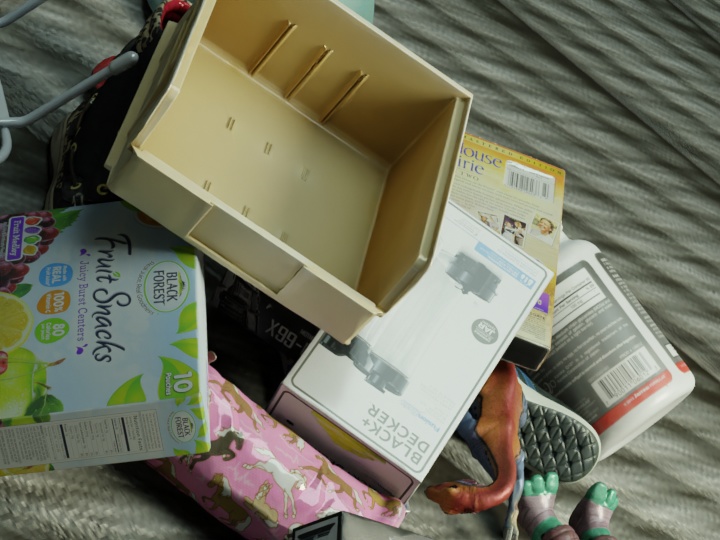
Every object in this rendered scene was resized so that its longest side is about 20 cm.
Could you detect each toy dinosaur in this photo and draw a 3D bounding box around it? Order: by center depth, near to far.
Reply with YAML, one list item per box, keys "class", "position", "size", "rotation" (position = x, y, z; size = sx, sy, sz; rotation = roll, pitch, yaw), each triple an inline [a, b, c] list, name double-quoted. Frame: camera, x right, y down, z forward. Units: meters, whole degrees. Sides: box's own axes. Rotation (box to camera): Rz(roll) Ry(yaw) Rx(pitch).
- class: "toy dinosaur"
  position: [0.082, 0.106, 1.502]
  size: [0.104, 0.202, 0.181]
  rotation: [13, 7, -12]

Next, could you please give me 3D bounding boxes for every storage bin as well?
- class: "storage bin"
  position: [-0.045, -0.085, 1.351]
  size: [0.199, 0.094, 0.199]
  rotation: [34, 38, -15]

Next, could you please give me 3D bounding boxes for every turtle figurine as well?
- class: "turtle figurine"
  position: [0.189, 0.236, 1.506]
  size: [0.150, 0.101, 0.200]
  rotation: [36, 15, -46]

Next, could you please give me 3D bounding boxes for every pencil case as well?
- class: "pencil case"
  position: [-0.066, 0.128, 1.343]
  size: [0.200, 0.083, 0.087]
  rotation: [40, 71, -7]

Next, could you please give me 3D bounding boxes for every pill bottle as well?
- class: "pill bottle"
  position: [0.176, 0.048, 1.729]
  size: [0.201, 0.116, 0.116]
  rotation: [54, 29, 12]

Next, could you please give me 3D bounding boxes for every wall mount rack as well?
- class: "wall mount rack"
  position: [-0.255, -0.158, 1.461]
  size: [0.172, 0.075, 0.201]
  rotation: [-2, 45, -19]

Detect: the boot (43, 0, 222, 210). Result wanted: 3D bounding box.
- class: "boot"
  position: [-0.153, -0.087, 1.455]
  size: [0.073, 0.151, 0.201]
  rotation: [27, 30, -27]

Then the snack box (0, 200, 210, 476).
- class: "snack box"
  position: [-0.166, 0.036, 1.286]
  size: [0.141, 0.053, 0.201]
  rotation: [-6, 39, -2]

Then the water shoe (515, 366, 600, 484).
- class: "water shoe"
  position: [0.097, 0.100, 1.639]
  size: [0.200, 0.072, 0.079]
  rotation: [38, 0, -7]

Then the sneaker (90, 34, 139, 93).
- class: "sneaker"
  position: [-0.111, -0.113, 1.612]
  size: [0.200, 0.098, 0.071]
  rotation: [41, 25, -5]

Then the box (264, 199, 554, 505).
- class: "box"
  position: [0.034, 0.052, 1.420]
  size: [0.116, 0.060, 0.200]
  rotation: [36, 58, 2]

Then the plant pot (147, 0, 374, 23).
- class: "plant pot"
  position: [-0.067, -0.252, 1.793]
  size: [0.199, 0.135, 0.201]
  rotation: [26, 23, -12]

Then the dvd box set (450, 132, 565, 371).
- class: "dvd box set"
  position: [0.078, -0.026, 1.561]
  size: [0.145, 0.029, 0.201]
  rotation: [19, 43, -9]

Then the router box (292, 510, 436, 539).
- class: "router box"
  position: [0.045, 0.250, 1.280]
  size: [0.199, 0.052, 0.158]
  rotation: [23, 57, -35]

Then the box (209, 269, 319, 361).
- class: "box"
  position: [0.000, 0.000, 1.554]
  size: [0.157, 0.050, 0.200]
  rotation: [34, 41, 2]

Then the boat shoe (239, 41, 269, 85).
- class: "boat shoe"
  position: [-0.081, -0.105, 1.522]
  size: [0.068, 0.200, 0.074]
  rotation: [6, 42, -20]

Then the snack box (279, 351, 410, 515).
- class: "snack box"
  position: [-0.017, 0.097, 1.512]
  size: [0.072, 0.024, 0.201]
  rotation: [23, 33, -32]
